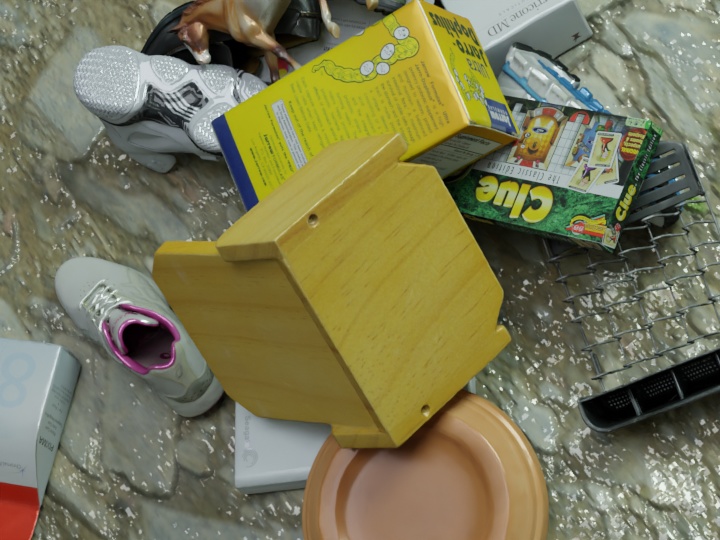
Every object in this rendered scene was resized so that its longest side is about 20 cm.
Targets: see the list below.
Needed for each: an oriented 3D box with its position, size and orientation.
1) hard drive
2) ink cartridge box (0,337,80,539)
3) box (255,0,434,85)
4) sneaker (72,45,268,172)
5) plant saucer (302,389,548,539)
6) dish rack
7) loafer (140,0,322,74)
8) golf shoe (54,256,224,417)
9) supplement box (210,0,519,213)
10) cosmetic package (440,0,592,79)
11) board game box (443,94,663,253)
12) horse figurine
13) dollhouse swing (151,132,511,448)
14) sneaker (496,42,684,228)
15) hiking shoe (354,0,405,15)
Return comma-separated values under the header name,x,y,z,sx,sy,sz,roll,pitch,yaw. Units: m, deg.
name,x,y,z,sx,sy,sz,roll,pitch,yaw
hard drive,-0.005,0.104,1.712,0.198,0.026,0.133,-8,66,17
ink cartridge box,-0.339,0.153,1.806,0.159,0.047,0.202,6,69,23
box,-0.003,-0.246,1.794,0.155,0.041,0.202,14,90,42
sneaker,-0.143,-0.129,1.820,0.198,0.115,0.076,16,74,9
plant saucer,0.045,0.186,1.633,0.198,0.037,0.202,-4,77,18
dish rack,0.214,0.007,1.614,0.152,0.054,0.202,-23,81,23
loafer,-0.113,-0.196,1.812,0.199,0.072,0.073,-26,68,38
golf shoe,-0.193,0.040,1.774,0.199,0.092,0.076,35,85,30
supplement box,0.004,-0.111,1.658,0.199,0.109,0.110,-28,77,21
cosmetic package,0.105,-0.264,1.797,0.101,0.071,0.201,-29,62,7
board game box,0.133,-0.081,1.655,0.199,0.023,0.106,14,78,42
horse figurine,-0.064,-0.218,1.713,0.133,0.050,0.200,50,131,16
dollhouse swing,-0.027,0.011,1.630,0.182,0.201,0.175,-41,28,-18
sneaker,0.176,-0.091,1.710,0.200,0.075,0.087,46,116,26
hiking shoe,-0.011,-0.295,1.745,0.200,0.076,0.101,44,104,27
